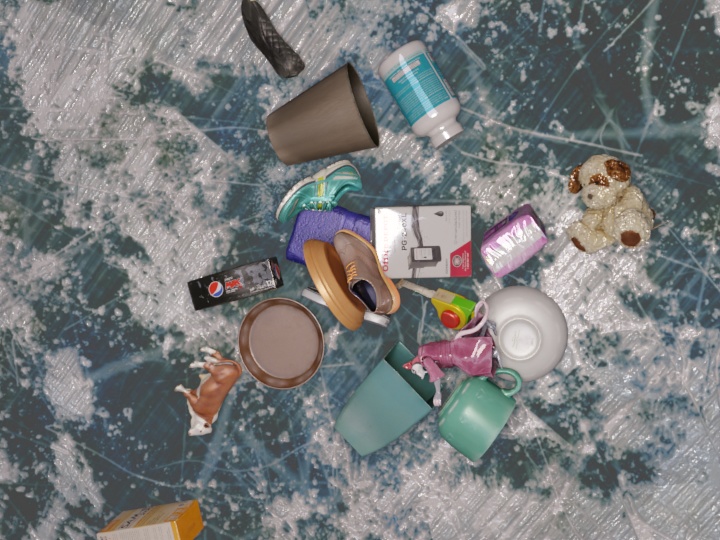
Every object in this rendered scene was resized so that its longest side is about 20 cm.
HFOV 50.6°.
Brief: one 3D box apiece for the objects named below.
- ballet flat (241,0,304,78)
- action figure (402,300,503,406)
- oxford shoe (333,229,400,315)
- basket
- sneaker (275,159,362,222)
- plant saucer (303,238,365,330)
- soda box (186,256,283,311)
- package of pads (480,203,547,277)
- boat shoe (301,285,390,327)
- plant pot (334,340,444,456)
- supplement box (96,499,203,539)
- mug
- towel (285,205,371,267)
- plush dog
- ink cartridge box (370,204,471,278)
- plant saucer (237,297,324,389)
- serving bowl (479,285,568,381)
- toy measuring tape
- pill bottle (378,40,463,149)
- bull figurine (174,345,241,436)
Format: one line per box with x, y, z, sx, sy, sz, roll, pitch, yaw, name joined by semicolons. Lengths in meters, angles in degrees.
-0.191;-0.494;1.618;0.201;0.057;0.066;58;145;3;ballet flat
0.176;0.167;1.510;0.197;0.135;0.150;-11;122;14;action figure
0.000;0.000;1.490;0.201;0.072;0.071;53;123;21;oxford shoe
-0.082;-0.303;1.568;0.198;0.136;0.183;-20;87;16;basket
-0.086;-0.155;1.577;0.199;0.078;0.080;-32;77;-10;sneaker
-0.044;0.021;1.504;0.037;0.200;0.202;-30;89;12;plant saucer
-0.273;0.029;1.670;0.197;0.063;0.072;-15;92;12;soda box
0.296;-0.061;1.478;0.120;0.200;0.076;-35;93;16;package of pads
-0.026;0.065;1.628;0.198;0.069;0.057;18;83;6;boat shoe
0.048;0.280;1.596;0.141;0.141;0.200;45;109;4;plant pot
-0.475;0.591;1.732;0.197;0.126;0.075;-13;94;11;supplement box
0.236;0.280;1.555;0.114;0.152;0.186;35;67;8;mug
-0.049;-0.061;1.627;0.198;0.050;0.150;20;94;8;towel
0.485;-0.142;1.464;0.160;0.200;0.173;-32;100;-21;plush dog
0.121;-0.059;1.550;0.197;0.083;0.148;-2;96;-3;ink cartridge box
-0.172;0.158;1.677;0.197;0.034;0.203;1;96;12;plant saucer
0.325;0.135;1.559;0.197;0.066;0.203;1;96;10;serving bowl
0.164;0.075;1.593;0.198;0.073;0.075;19;99;25;toy measuring tape
0.127;-0.348;1.529;0.110;0.111;0.202;-31;88;12;pill bottle
-0.346;0.270;1.703;0.121;0.065;0.201;33;98;-6;bull figurine
